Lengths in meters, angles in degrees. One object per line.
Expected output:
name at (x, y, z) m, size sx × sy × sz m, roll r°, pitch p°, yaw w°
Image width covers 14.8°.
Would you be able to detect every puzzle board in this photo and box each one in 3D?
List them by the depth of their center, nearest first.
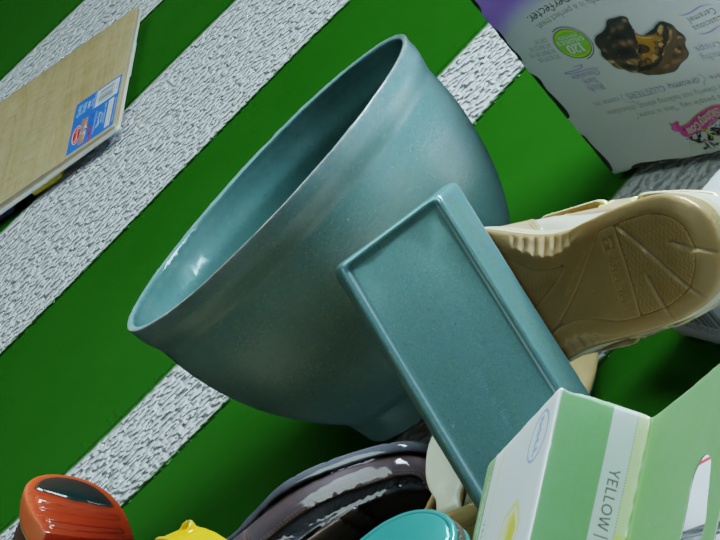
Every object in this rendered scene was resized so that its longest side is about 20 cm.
puzzle board at (-0.231, -0.113, 2.111) m, size 0.151 × 0.017 × 0.200 m, roll -33°, pitch 26°, yaw 18°

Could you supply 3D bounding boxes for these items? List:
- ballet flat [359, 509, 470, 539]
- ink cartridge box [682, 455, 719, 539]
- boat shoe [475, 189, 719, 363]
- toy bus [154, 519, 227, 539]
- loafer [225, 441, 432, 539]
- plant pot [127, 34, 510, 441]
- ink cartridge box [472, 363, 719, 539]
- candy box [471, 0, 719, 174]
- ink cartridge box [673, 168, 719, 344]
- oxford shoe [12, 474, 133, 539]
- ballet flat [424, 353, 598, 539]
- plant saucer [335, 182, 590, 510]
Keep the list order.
ballet flat at (-0.010, 0.179, 1.093) m, size 0.067 × 0.070 × 0.200 m, roll 0°, pitch 33°, yaw 34°
ink cartridge box at (0.171, 0.105, 1.046) m, size 0.116 × 0.067 × 0.200 m, roll -31°, pitch 26°, yaw 26°
boat shoe at (0.100, 0.007, 1.230) m, size 0.069 × 0.074 × 0.200 m, roll -9°, pitch -2°, yaw -45°
toy bus at (-0.074, 0.175, 1.157) m, size 0.192 × 0.200 × 0.136 m, roll -38°, pitch 23°, yaw -11°
loafer at (-0.039, 0.150, 1.305) m, size 0.200 × 0.072 × 0.063 m, roll -29°, pitch 46°, yaw 19°
plant pot at (0.000, 0.000, 1.384) m, size 0.200 × 0.134 × 0.200 m, roll -45°, pitch 10°, yaw 10°
ink cartridge box at (0.081, 0.114, 1.046) m, size 0.200 × 0.048 × 0.146 m, roll 120°, pitch 166°, yaw -65°
candy box at (0.140, -0.150, 1.364) m, size 0.168 × 0.200 × 0.072 m, roll -10°, pitch 38°, yaw 50°
ink cartridge box at (0.232, -0.046, 1.234) m, size 0.200 × 0.047 × 0.160 m, roll -50°, pitch 24°, yaw -12°
oxford shoe at (-0.139, 0.187, 1.416) m, size 0.200 × 0.071 × 0.073 m, roll -114°, pitch 39°, yaw -58°
ballet flat at (0.066, 0.070, 1.274) m, size 0.069 × 0.063 × 0.200 m, roll -28°, pitch 27°, yaw 29°
plant saucer at (0.060, 0.058, 1.195) m, size 0.070 × 0.019 × 0.200 m, roll -37°, pitch 69°, yaw 13°
